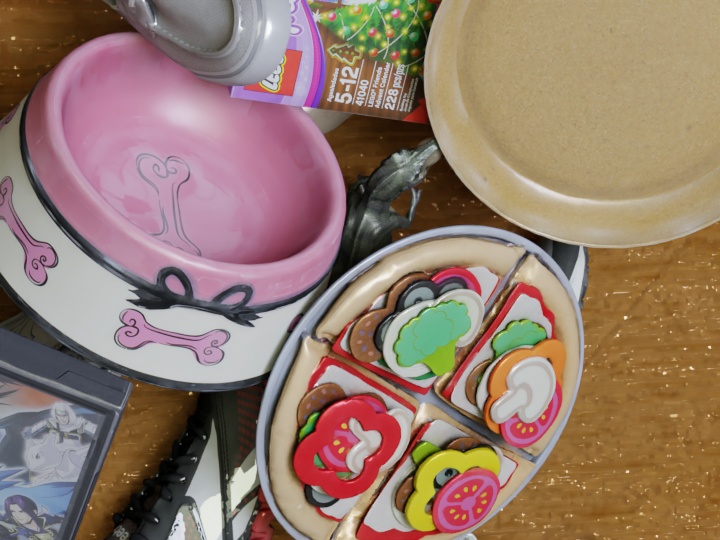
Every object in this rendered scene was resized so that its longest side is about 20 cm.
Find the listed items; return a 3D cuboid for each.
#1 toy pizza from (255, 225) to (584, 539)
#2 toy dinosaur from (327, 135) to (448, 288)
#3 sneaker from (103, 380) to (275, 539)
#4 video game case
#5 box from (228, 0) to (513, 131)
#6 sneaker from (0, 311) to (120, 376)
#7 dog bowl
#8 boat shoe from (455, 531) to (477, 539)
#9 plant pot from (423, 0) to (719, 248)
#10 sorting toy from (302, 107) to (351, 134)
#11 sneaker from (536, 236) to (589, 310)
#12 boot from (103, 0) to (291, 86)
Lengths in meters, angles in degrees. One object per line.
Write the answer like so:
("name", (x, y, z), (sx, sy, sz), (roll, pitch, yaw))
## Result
("toy pizza", (0.038, 0.072, 1.237), (0.199, 0.032, 0.202), (-15, 122, -24))
("toy dinosaur", (0.000, 0.000, 1.286), (0.047, 0.088, 0.201), (22, 116, 5))
("sneaker", (-0.088, 0.127, 1.289), (0.097, 0.071, 0.202), (7, 95, -16))
("video game case", (-0.232, 0.085, 1.201), (0.199, 0.026, 0.181), (22, 131, -3))
("box", (0.017, -0.174, 1.190), (0.136, 0.039, 0.201), (7, 119, -14))
("sneaker", (-0.166, 0.049, 1.256), (0.074, 0.087, 0.200), (43, 86, -15))
("dog bowl", (-0.096, -0.039, 1.208), (0.199, 0.201, 0.074), (23, 130, -14))
("boat shoe", (0.057, 0.174, 1.328), (0.198, 0.073, 0.063), (8, 98, -22))
("plant pot", (0.131, -0.104, 1.198), (0.198, 0.028, 0.201), (1, 122, 2))
("sorting toy", (-0.012, -0.206, 1.300), (0.185, 0.036, 0.200), (-39, 107, -7))
("sneaker", (0.055, 0.050, 1.318), (0.079, 0.074, 0.201), (40, 86, -8))
("boot", (-0.123, -0.149, 1.185), (0.095, 0.200, 0.074), (3, 111, -40))
